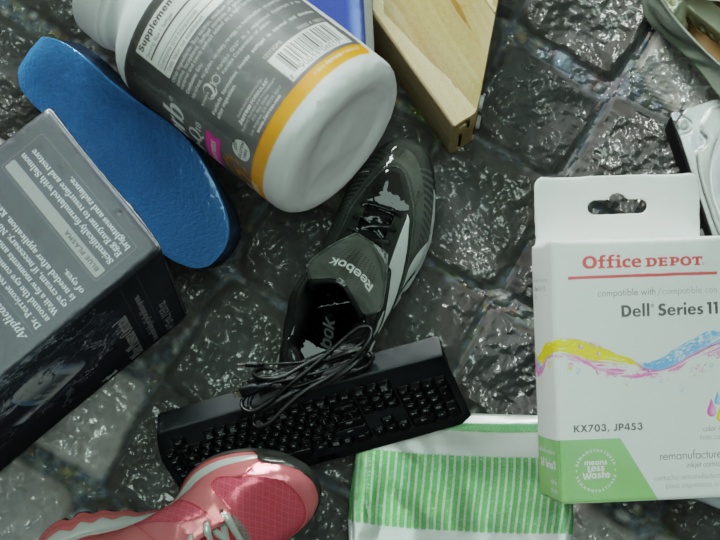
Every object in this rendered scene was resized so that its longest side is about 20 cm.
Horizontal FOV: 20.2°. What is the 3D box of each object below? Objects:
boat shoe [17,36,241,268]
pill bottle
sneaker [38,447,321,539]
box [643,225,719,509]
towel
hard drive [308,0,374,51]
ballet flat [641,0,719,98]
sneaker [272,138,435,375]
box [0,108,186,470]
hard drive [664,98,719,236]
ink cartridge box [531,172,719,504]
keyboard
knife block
[{"bbox_3d":[-0.142,-0.084,1.348,0.084,0.069,0.200,-41,74,13],"label":"boat shoe"},{"bbox_3d":[-0.083,-0.137,1.290,0.200,0.116,0.116,38,79,20],"label":"pill bottle"},{"bbox_3d":[-0.113,0.181,1.260,0.199,0.087,0.074,-23,118,10],"label":"sneaker"},{"bbox_3d":[0.251,0.078,1.306,0.199,0.041,0.157,20,93,7],"label":"box"},{"bbox_3d":[0.061,0.190,1.292,0.151,0.023,0.202,0,76,14],"label":"towel"},{"bbox_3d":[-0.056,-0.190,1.356,0.131,0.025,0.202,-4,88,24],"label":"hard drive"},{"bbox_3d":[0.256,-0.145,1.336,0.067,0.064,0.200,-33,58,-14],"label":"ballet flat"},{"bbox_3d":[0.000,0.000,1.320,0.066,0.091,0.201,24,78,5],"label":"sneaker"},{"bbox_3d":[-0.224,0.029,1.262,0.200,0.197,0.118,-39,80,-8],"label":"box"},{"bbox_3d":[0.320,-0.066,1.360,0.198,0.038,0.141,-15,77,-4],"label":"hard drive"},{"bbox_3d":[0.169,0.039,1.252,0.116,0.067,0.202,-2,89,-5],"label":"ink cartridge box"},{"bbox_3d":[-0.036,0.096,1.272,0.198,0.104,0.040,-17,40,10],"label":"keyboard"},{"bbox_3d":[0.011,-0.196,1.382,0.174,0.064,0.202,10,77,4],"label":"knife block"}]
